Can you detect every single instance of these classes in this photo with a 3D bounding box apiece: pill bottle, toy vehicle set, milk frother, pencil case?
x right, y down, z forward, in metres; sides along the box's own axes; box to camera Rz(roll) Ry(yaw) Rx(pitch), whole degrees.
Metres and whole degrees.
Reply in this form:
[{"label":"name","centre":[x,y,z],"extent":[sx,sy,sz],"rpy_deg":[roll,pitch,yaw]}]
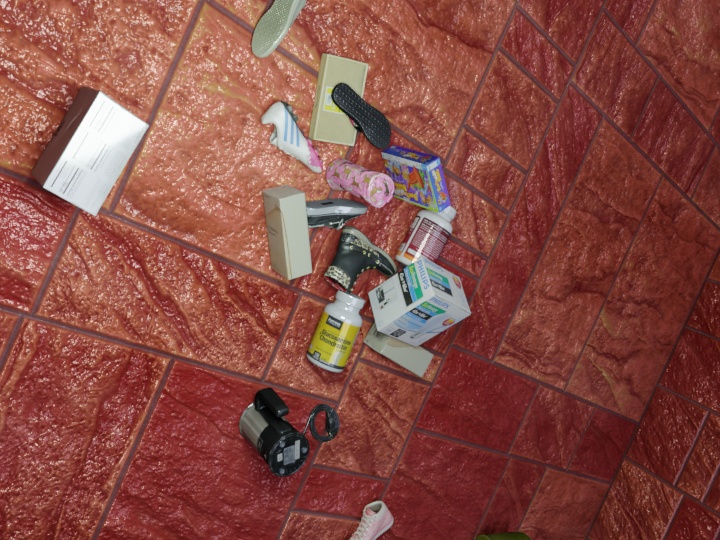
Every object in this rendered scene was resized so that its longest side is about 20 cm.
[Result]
[{"label":"pill bottle","centre":[-0.061,0.158,1.787],"extent":[0.111,0.111,0.204],"rpy_deg":[19,94,-38]},{"label":"toy vehicle set","centre":[-0.054,-0.416,1.643],"extent":[0.122,0.026,0.205],"rpy_deg":[2,105,-36]},{"label":"milk frother","centre":[-0.183,0.403,1.738],"extent":[0.197,0.187,0.185],"rpy_deg":[10,102,-37]},{"label":"pill bottle","centre":[0.188,-0.094,1.876],"extent":[0.112,0.112,0.203],"rpy_deg":[29,89,-38]},{"label":"pencil case","centre":[-0.003,-0.216,1.641],"extent":[0.085,0.199,0.085],"rpy_deg":[-7,112,-34]}]

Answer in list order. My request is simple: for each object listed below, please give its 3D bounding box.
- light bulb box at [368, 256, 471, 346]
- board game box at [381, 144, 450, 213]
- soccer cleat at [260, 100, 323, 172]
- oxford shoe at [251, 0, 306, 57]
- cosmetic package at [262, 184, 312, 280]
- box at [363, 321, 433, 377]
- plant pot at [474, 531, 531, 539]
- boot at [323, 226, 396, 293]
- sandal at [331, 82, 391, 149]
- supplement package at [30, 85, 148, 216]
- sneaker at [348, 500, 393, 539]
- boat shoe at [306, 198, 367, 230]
[{"label":"light bulb box","centre":[0.162,0.090,1.832],"extent":[0.198,0.127,0.197],"rpy_deg":[-34,143,27]},{"label":"board game box","centre":[0.142,-0.240,1.737],"extent":[0.044,0.199,0.137],"rpy_deg":[-31,122,-21]},{"label":"soccer cleat","centre":[-0.164,-0.304,1.588],"extent":[0.086,0.070,0.202],"rpy_deg":[-34,122,-2]},{"label":"oxford shoe","centre":[-0.175,-0.559,1.486],"extent":[0.203,0.074,0.058],"rpy_deg":[-62,164,1]},{"label":"cosmetic package","centre":[-0.176,-0.093,1.622],"extent":[0.072,0.103,0.205],"rpy_deg":[-17,115,-28]},{"label":"box","centre":[0.113,0.228,1.950],"extent":[0.199,0.094,0.079],"rpy_deg":[34,86,-40]},{"label":"plant pot","centre":[0.519,1.064,2.491],"extent":[0.190,0.200,0.204],"rpy_deg":[21,94,-26]},{"label":"boot","centre":[-0.001,0.000,1.777],"extent":[0.203,0.073,0.156],"rpy_deg":[40,65,-31]},{"label":"sandal","centre":[0.002,-0.382,1.658],"extent":[0.199,0.045,0.076],"rpy_deg":[42,75,-23]},{"label":"supplement package","centre":[-0.522,-0.233,1.289],"extent":[0.110,0.155,0.203],"rpy_deg":[33,86,-37]},{"label":"sneaker","centre":[0.014,0.804,2.094],"extent":[0.199,0.075,0.106],"rpy_deg":[-36,124,-25]},{"label":"boat shoe","centre":[-0.069,-0.138,1.702],"extent":[0.196,0.073,0.070],"rpy_deg":[-11,121,-40]}]
